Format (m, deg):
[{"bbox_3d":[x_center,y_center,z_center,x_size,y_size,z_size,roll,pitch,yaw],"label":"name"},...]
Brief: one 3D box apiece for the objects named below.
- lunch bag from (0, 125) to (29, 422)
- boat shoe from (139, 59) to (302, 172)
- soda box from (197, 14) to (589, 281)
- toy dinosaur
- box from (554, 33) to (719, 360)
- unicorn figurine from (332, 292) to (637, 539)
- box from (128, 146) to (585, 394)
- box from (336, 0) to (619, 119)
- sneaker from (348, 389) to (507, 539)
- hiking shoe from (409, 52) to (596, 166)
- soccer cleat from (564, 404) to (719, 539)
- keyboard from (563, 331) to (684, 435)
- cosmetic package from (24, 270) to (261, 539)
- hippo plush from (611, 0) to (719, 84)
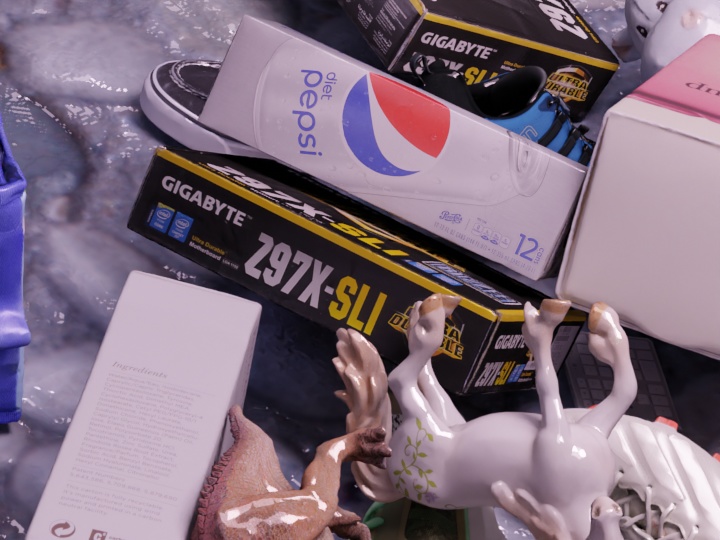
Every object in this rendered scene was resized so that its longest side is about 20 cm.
[{"bbox_3d":[-0.216,-0.028,1.385,0.094,0.151,0.200,-13,44,-25],"label":"lunch bag"},{"bbox_3d":[-0.027,-0.094,1.585,0.200,0.068,0.072,18,39,8],"label":"boat shoe"},{"bbox_3d":[0.021,-0.064,1.443,0.200,0.064,0.068,26,6,10],"label":"soda box"},{"bbox_3d":[-0.039,0.145,1.218,0.135,0.086,0.200,-15,71,-26],"label":"toy dinosaur"},{"bbox_3d":[0.201,-0.039,1.455,0.128,0.109,0.200,20,22,16],"label":"box"},{"bbox_3d":[0.073,0.081,1.264,0.074,0.138,0.200,5,-2,-42],"label":"unicorn figurine"},{"bbox_3d":[0.000,0.000,1.423,0.200,0.049,0.160,27,10,18],"label":"box"},{"bbox_3d":[0.046,-0.179,1.679,0.159,0.049,0.200,13,31,-39],"label":"box"},{"bbox_3d":[0.021,0.130,1.331,0.088,0.077,0.200,-11,40,-9],"label":"sneaker"},{"bbox_3d":[0.103,-0.067,1.538,0.200,0.087,0.074,3,23,-40],"label":"hiking shoe"},{"bbox_3d":[0.165,0.133,1.348,0.200,0.069,0.078,29,42,9],"label":"soccer cleat"},{"bbox_3d":[0.147,0.100,1.438,0.056,0.011,0.200,2,40,-12],"label":"keyboard"},{"bbox_3d":[-0.104,0.103,1.304,0.074,0.102,0.200,14,40,3],"label":"cosmetic package"},{"bbox_3d":[0.242,-0.147,1.618,0.161,0.159,0.200,21,39,-15],"label":"hippo plush"}]
